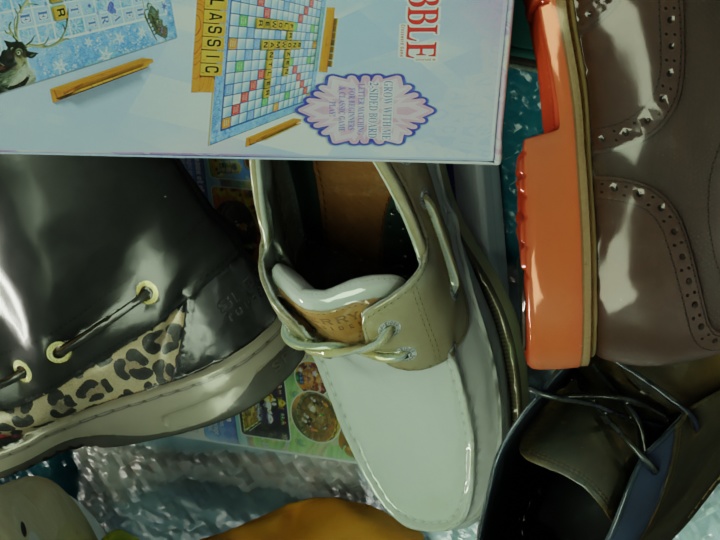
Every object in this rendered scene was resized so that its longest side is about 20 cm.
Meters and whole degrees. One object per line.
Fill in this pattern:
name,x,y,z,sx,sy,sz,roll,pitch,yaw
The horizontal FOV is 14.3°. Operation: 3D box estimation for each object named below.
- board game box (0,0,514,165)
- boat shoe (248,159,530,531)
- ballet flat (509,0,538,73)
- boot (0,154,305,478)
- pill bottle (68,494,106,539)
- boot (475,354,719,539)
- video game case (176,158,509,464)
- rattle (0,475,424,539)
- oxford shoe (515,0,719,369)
board game box,-0.055,-0.101,0.754,0.198,0.041,0.200,2,148,-1
boat shoe,0.000,0.000,0.910,0.074,0.068,0.201,-4,112,30
ballet flat,0.097,-0.090,0.838,0.199,0.062,0.068,6,99,32
boot,-0.130,-0.008,0.965,0.199,0.073,0.151,-11,116,28
pill bottle,-0.186,0.147,1.082,0.199,0.112,0.113,-23,102,34
boot,0.098,0.035,0.878,0.074,0.097,0.201,32,126,10
video game case,-0.043,-0.005,0.985,0.199,0.018,0.144,7,117,26
rattle,-0.067,0.105,0.920,0.142,0.131,0.200,-5,150,12
oxford shoe,0.079,-0.074,0.788,0.072,0.071,0.202,0,95,2
